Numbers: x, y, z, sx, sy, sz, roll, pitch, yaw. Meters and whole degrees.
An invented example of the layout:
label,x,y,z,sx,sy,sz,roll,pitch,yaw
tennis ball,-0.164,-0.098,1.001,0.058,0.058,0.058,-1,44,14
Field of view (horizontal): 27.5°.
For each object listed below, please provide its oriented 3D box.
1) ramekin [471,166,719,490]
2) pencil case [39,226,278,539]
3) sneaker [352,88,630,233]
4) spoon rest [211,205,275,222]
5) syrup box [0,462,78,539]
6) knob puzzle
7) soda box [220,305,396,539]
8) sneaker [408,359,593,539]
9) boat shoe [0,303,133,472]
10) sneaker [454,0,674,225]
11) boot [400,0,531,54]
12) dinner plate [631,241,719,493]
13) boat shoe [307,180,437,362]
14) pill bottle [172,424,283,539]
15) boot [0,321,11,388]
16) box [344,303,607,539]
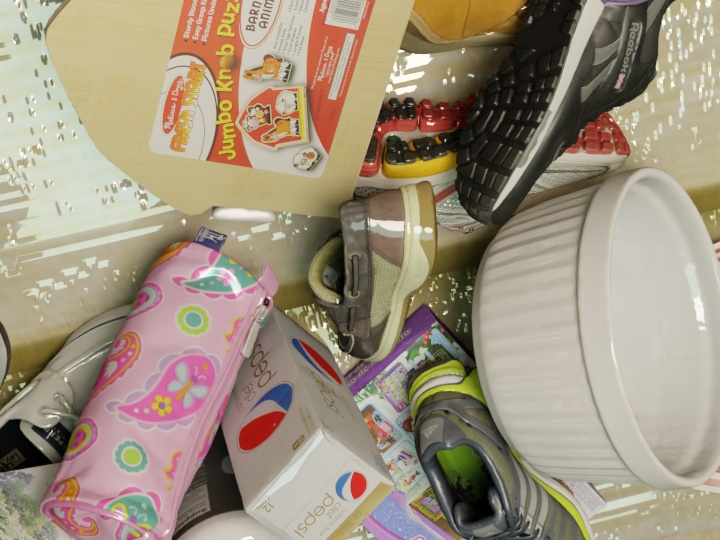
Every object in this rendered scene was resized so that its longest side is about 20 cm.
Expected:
label,x,y,z,sx,sy,sz,roll,pitch,yaw
ramekin,0.155,0.041,0.939,0.104,0.200,0.201,-10,117,34
pencil case,-0.119,0.077,0.896,0.087,0.087,0.201,35,57,-20
sneaker,0.080,-0.072,0.960,0.198,0.078,0.083,-7,136,-13
spoon rest,-0.072,-0.133,0.917,0.099,0.061,0.202,3,95,-13
syrup box,-0.232,0.177,0.879,0.199,0.079,0.082,-3,140,-49
knob puzzle,-0.081,-0.124,0.843,0.218,0.031,0.221,-7,124,-10
soda box,-0.042,0.094,0.915,0.064,0.200,0.068,40,98,-22
sneaker,0.090,0.159,0.970,0.074,0.081,0.200,-28,110,25
boat shoe,-0.201,0.101,0.956,0.199,0.066,0.072,-36,106,1
sneaker,0.133,-0.109,0.866,0.087,0.076,0.201,24,94,-29
boot,0.074,-0.197,0.907,0.200,0.071,0.145,28,83,-15
dinner plate,0.278,0.066,1.063,0.198,0.024,0.202,-4,110,-11
boat shoe,0.000,0.001,0.914,0.065,0.201,0.072,4,67,-8
pill bottle,-0.078,0.185,0.940,0.113,0.200,0.115,-4,110,-10
boot,-0.294,0.061,0.877,0.210,0.158,0.080,-29,109,7
box,0.061,0.140,1.038,0.137,0.039,0.200,-41,111,4
